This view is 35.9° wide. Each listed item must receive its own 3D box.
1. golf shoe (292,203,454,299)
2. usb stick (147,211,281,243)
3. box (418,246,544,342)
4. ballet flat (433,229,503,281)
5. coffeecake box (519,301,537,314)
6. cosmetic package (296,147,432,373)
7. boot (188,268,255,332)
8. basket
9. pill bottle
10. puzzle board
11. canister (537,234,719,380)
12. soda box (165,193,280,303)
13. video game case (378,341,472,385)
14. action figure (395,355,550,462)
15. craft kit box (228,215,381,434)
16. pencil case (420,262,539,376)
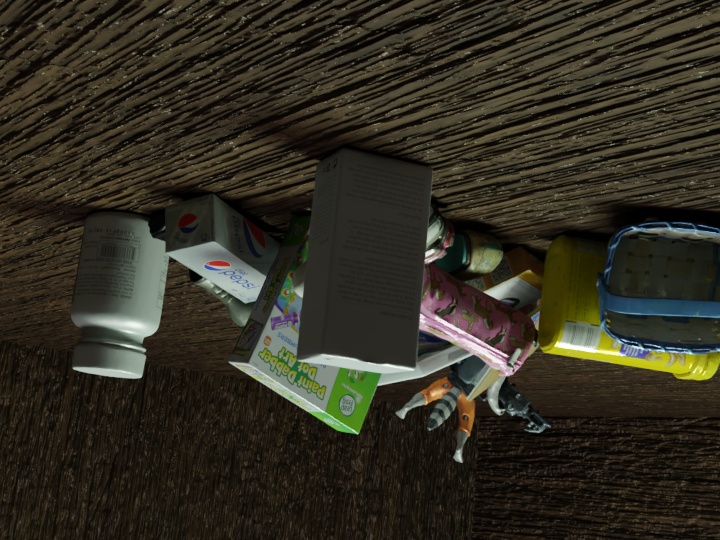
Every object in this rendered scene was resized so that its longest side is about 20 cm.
[{"bbox_3d":[0.000,-0.028,1.241,0.199,0.073,0.092,-26,143,20],"label":"golf shoe"},{"bbox_3d":[-0.179,-0.040,1.439,0.199,0.033,0.055,15,156,-38],"label":"usb stick"},{"bbox_3d":[0.149,0.039,1.457,0.199,0.042,0.119,-25,157,21],"label":"box"},{"bbox_3d":[0.111,-0.008,1.375,0.070,0.071,0.200,10,167,-23],"label":"ballet flat"},{"bbox_3d":[0.138,0.050,1.624,0.199,0.073,0.154,8,167,-13],"label":"coffeecake box"},{"bbox_3d":[0.004,-0.007,1.077,0.101,0.201,0.071,11,168,-23],"label":"cosmetic package"},{"bbox_3d":[-0.173,-0.002,1.521,0.131,0.068,0.200,49,-168,-21],"label":"boot"},{"bbox_3d":[0.328,0.019,1.160,0.176,0.140,0.200,5,-166,0],"label":"basket"},{"bbox_3d":[-0.312,0.033,1.434,0.114,0.201,0.114,6,169,1],"label":"pill bottle"},{"bbox_3d":[0.222,0.083,1.475,0.150,0.017,0.200,-31,158,-38],"label":"puzzle board"},{"bbox_3d":[0.319,0.042,1.313,0.199,0.149,0.087,9,169,-8],"label":"canister"},{"bbox_3d":[-0.158,-0.023,1.353,0.068,0.064,0.200,-13,157,20],"label":"soda box"},{"bbox_3d":[0.101,0.118,1.540,0.182,0.024,0.200,-20,180,-31],"label":"video game case"},{"bbox_3d":[0.176,0.180,1.611,0.200,0.194,0.105,33,166,24],"label":"action figure"},{"bbox_3d":[-0.043,0.068,1.351,0.048,0.198,0.200,4,154,49],"label":"craft kit box"},{"bbox_3d":[0.117,0.054,1.305,0.200,0.083,0.086,29,169,-30],"label":"pencil case"}]
